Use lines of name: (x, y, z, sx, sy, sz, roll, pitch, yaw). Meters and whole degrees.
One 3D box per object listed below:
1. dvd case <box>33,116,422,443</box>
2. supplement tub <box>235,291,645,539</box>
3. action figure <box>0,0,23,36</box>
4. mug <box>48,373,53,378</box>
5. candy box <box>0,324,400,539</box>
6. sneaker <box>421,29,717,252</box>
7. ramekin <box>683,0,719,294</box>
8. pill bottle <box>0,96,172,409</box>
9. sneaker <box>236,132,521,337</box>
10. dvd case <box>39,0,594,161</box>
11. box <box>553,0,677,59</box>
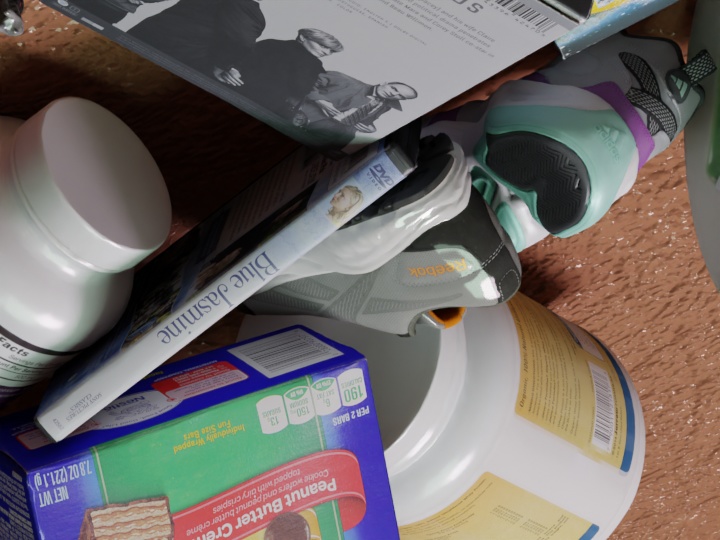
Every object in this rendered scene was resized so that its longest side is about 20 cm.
dvd case: (-0.054, -0.010, 1.249, 0.200, 0.143, 0.018, -37, 102, 13)
supplement tub: (0.040, 0.070, 1.437, 0.144, 0.145, 0.200, -29, 148, 22)
action figure: (-0.170, -0.123, 1.041, 0.119, 0.102, 0.200, -37, 145, 14)
mug: (-0.158, 0.135, 1.399, 0.175, 0.201, 0.148, 15, 156, -14)
candy box: (-0.068, 0.147, 1.286, 0.169, 0.077, 0.201, -18, 110, -21)
sneaker: (0.086, -0.063, 1.308, 0.140, 0.078, 0.200, -38, -162, -32)
ramekin: (0.212, -0.066, 1.240, 0.097, 0.201, 0.200, -1, 149, -11)
pill bottle: (-0.178, 0.007, 1.252, 0.200, 0.113, 0.112, -35, 146, 29)
sneaker: (0.000, 0.000, 1.280, 0.074, 0.079, 0.200, -46, -164, -26)
dvd case: (-0.022, -0.108, 1.091, 0.150, 0.025, 0.200, 28, 155, -20)
box: (0.153, -0.158, 1.118, 0.199, 0.038, 0.137, -27, 169, 5)
